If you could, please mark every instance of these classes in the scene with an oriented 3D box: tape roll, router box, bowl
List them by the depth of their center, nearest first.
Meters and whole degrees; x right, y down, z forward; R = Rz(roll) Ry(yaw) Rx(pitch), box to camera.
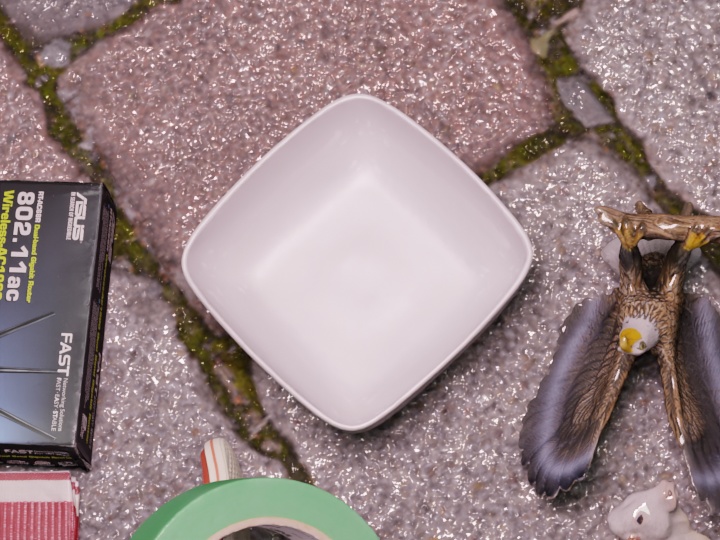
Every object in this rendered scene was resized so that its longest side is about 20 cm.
[{"bbox_3d":[-0.068,0.235,1.514,0.199,0.048,0.202,3,83,-27],"label":"tape roll"},{"bbox_3d":[0.000,0.000,1.627,0.200,0.075,0.200,-44,73,-8],"label":"bowl"},{"bbox_3d":[-0.257,0.036,1.646,0.149,0.062,0.201,2,71,5],"label":"router box"}]

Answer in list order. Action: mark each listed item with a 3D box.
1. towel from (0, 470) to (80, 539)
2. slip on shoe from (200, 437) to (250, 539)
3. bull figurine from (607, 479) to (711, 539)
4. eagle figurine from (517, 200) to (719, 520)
[{"bbox_3d":[-0.267,0.237,1.601,0.143,0.023,0.201,-1,69,7],"label":"towel"},{"bbox_3d":[-0.109,0.211,1.570,0.061,0.074,0.201,2,76,9],"label":"slip on shoe"},{"bbox_3d":[0.216,0.234,1.512,0.121,0.065,0.201,4,96,7],"label":"bull figurine"},{"bbox_3d":[0.194,0.057,1.578,0.151,0.150,0.201,16,106,51],"label":"eagle figurine"}]
